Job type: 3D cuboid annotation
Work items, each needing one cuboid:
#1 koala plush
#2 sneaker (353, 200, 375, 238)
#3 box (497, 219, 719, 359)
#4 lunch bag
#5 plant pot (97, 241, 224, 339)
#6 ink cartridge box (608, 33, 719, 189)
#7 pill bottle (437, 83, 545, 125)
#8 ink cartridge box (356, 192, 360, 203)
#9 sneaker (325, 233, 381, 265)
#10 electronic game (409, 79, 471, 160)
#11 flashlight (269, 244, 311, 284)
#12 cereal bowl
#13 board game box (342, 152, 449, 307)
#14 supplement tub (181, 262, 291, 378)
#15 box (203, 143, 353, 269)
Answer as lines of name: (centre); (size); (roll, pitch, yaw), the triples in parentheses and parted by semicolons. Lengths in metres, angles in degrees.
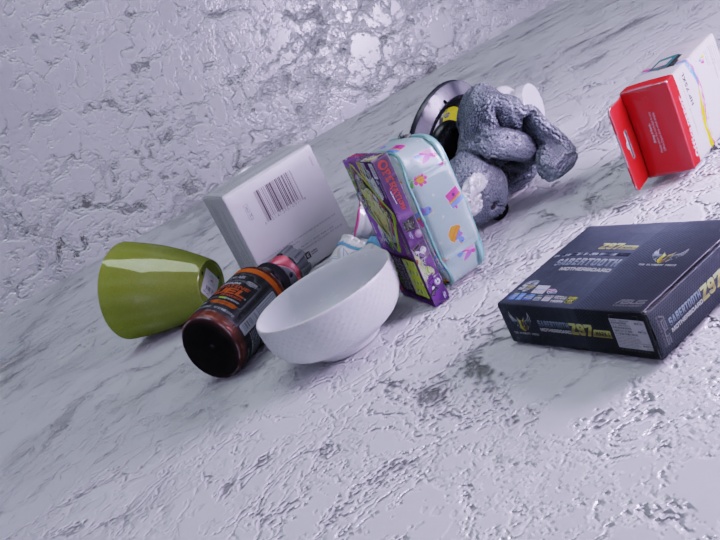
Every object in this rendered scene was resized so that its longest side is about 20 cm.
koala plush: (0.178, -0.147, 1.207); (0.201, 0.183, 0.177); (-51, 12, -12)
sneaker: (0.054, -0.079, 1.354); (0.086, 0.084, 0.200); (14, 16, 13)
box: (0.250, 0.013, 0.785); (0.156, 0.052, 0.199); (-35, 17, -24)
lunch bag: (0.079, -0.086, 1.096); (0.076, 0.204, 0.160); (-29, 14, -15)
plant pot: (-0.366, 0.034, 1.569); (0.195, 0.191, 0.188); (-3, 25, 23)
ink cartridge box: (0.398, -0.201, 1.035); (0.066, 0.118, 0.199); (-7, 27, 48)
pill bottle: (0.247, -0.284, 1.565); (0.197, 0.114, 0.112); (-15, 20, 39)
ink cartridge box: (0.081, -0.175, 1.596); (0.114, 0.068, 0.201); (-19, 18, 28)
sneaker: (0.000, 0.000, 1.233); (0.087, 0.075, 0.199); (-47, 18, -16)
electronic game: (0.137, -0.198, 1.294); (0.041, 0.204, 0.199); (20, 46, 37)
flashlight: (-0.165, 0.040, 1.380); (0.067, 0.069, 0.200); (-5, 33, 46)
cereal bowl: (-0.033, 0.058, 1.060); (0.196, 0.085, 0.201); (-25, 17, 8)
board game box: (0.045, -0.055, 1.059); (0.032, 0.204, 0.120); (-30, 17, -17)
supplement tub: (-0.178, 0.065, 1.237); (0.105, 0.109, 0.200); (-17, 20, 31)
box: (-0.152, -0.097, 1.512); (0.197, 0.203, 0.130); (-34, 19, -19)
